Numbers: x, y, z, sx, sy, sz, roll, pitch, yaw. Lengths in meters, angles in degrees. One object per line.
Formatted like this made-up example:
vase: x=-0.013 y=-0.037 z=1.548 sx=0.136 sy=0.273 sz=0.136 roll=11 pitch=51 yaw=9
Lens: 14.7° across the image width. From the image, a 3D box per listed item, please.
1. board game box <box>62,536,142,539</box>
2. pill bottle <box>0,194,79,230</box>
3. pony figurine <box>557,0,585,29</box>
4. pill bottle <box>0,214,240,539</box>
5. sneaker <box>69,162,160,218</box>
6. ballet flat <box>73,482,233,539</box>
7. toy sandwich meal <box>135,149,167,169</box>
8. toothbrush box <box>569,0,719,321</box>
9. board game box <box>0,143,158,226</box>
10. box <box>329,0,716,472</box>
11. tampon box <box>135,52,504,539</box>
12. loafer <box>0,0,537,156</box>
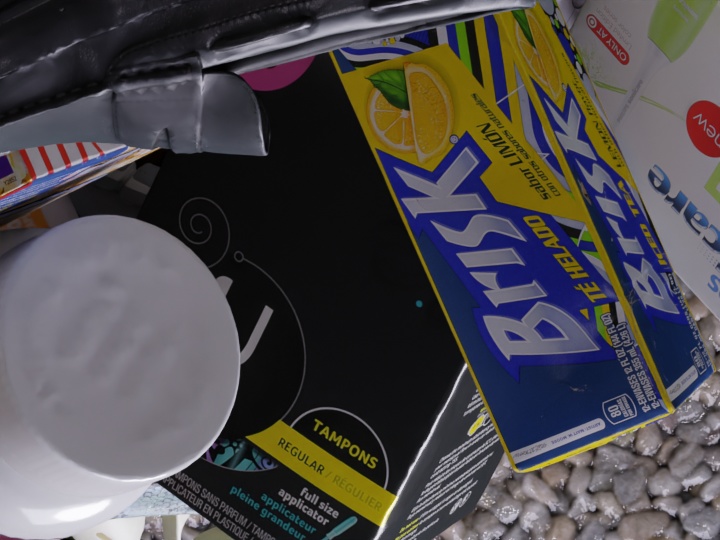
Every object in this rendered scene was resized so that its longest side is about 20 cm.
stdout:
board game box: x=-0.187 y=0.102 z=1.244 sx=0.120 sy=0.032 sz=0.200 roll=17 pitch=-177 yaw=-40
pill bottle: x=-0.207 y=0.028 z=1.168 sx=0.200 sy=0.112 sz=0.112 roll=-25 pitch=-179 yaw=-8
pony figurine: x=0.063 y=-0.079 z=1.244 sx=0.193 sy=0.166 sz=0.200 roll=-53 pitch=-161 yaw=-1
pill bottle: x=-0.131 y=0.046 z=0.994 sx=0.109 sy=0.110 sz=0.200 roll=-25 pitch=-178 yaw=-35
sneaker: x=-0.102 y=0.016 z=1.263 sx=0.200 sy=0.075 sz=0.116 roll=14 pitch=-129 yaw=14
ballet flat: x=-0.082 y=0.093 z=1.174 sx=0.200 sy=0.074 sz=0.074 roll=4 pitch=163 yaw=-35
toy sandwich meal: x=-0.097 y=-0.031 z=1.450 sx=0.205 sy=0.070 sz=0.205 roll=3 pitch=168 yaw=1
toothbrush box: x=0.165 y=-0.083 z=0.966 sx=0.086 sy=0.146 sz=0.200 roll=-26 pitch=156 yaw=-36
board game box: x=-0.159 y=-0.026 z=0.964 sx=0.200 sy=0.046 sz=0.151 roll=-24 pitch=-179 yaw=26
box: x=0.050 y=-0.037 z=0.962 sx=0.064 sy=0.200 sz=0.070 roll=-24 pitch=-178 yaw=23
tampon box: x=0.000 y=0.000 z=1.111 sx=0.126 sy=0.150 sz=0.200 roll=-27 pitch=147 yaw=-59
loafer: x=-0.047 y=-0.061 z=0.775 sx=0.200 sy=0.070 sz=0.068 roll=-25 pitch=180 yaw=3
